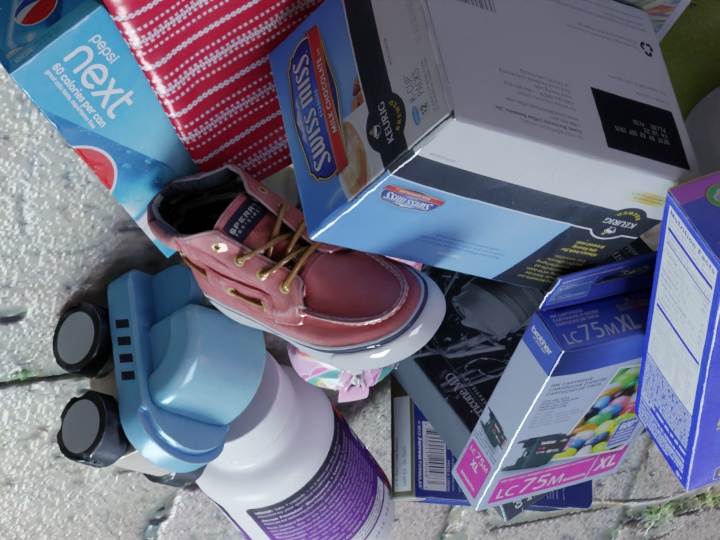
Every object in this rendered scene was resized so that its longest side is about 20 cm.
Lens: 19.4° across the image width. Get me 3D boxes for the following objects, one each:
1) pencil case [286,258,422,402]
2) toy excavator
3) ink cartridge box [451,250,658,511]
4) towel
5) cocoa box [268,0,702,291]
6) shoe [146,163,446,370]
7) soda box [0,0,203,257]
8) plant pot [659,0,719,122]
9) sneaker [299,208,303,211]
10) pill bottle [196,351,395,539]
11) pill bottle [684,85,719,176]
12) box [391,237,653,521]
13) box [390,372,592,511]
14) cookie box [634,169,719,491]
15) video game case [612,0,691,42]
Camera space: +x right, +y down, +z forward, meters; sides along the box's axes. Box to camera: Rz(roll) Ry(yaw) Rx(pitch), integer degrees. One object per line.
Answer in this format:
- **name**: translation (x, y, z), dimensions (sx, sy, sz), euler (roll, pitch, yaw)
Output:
- **pencil case**: translation (0.000, 0.000, 1.345), dimensions (0.087, 0.087, 0.200), euler (-19, 149, -22)
- **toy excavator**: translation (-0.098, 0.025, 1.375), dimensions (0.200, 0.195, 0.100), euler (-26, 149, 31)
- **ink cartridge box**: translation (0.142, 0.068, 1.320), dimensions (0.119, 0.042, 0.200), euler (-12, 142, -30)
- **towel**: translation (-0.054, -0.133, 1.222), dimensions (0.145, 0.022, 0.200), euler (-29, 140, -1)
- **cocoa box**: translation (0.071, -0.085, 1.206), dimensions (0.200, 0.134, 0.131), euler (12, 143, -38)
- **shoe**: translation (-0.044, -0.004, 1.227), dimensions (0.072, 0.200, 0.091), euler (-55, 129, -17)
- **soda box**: translation (-0.147, -0.096, 1.265), dimensions (0.068, 0.064, 0.200), euler (-38, 140, -1)
- **plant pot**: translation (0.207, -0.151, 1.408), dimensions (0.200, 0.187, 0.187), euler (-10, 134, -10)
- **sneaker**: translation (0.033, -0.051, 1.433), dimensions (0.200, 0.075, 0.082), euler (-35, 142, -3)
- **pill bottle**: translation (-0.058, 0.136, 1.515), dimensions (0.111, 0.111, 0.200), euler (-36, 141, -3)
- **pill bottle**: translation (0.269, -0.023, 1.360), dimensions (0.112, 0.112, 0.200), euler (-30, 140, -10)
- **box**: translation (0.117, 0.039, 1.485), dimensions (0.182, 0.200, 0.104), euler (-32, 142, -8)
- **box**: translation (0.103, 0.123, 1.628), dimensions (0.200, 0.121, 0.032), euler (10, 165, -41)
- **cookie box**: translation (0.259, 0.018, 1.249), dimensions (0.171, 0.075, 0.200), euler (-19, 140, -17)
- **video game case**: translation (0.084, -0.142, 1.289), dimensions (0.182, 0.022, 0.200), euler (14, 140, -18)
